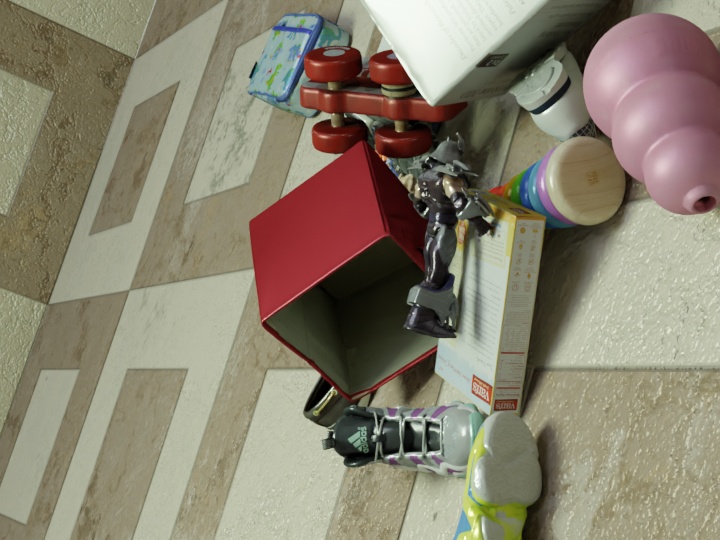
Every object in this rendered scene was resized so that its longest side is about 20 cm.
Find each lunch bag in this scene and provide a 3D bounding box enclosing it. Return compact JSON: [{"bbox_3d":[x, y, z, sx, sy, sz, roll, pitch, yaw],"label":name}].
[{"bbox_3d":[-0.100,-0.337,2.145,0.161,0.082,0.200,-64,25,2],"label":"lunch bag"}]

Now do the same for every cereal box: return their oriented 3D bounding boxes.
[{"bbox_3d":[0.127,0.029,1.331,0.144,0.039,0.201,-143,56,-66],"label":"cereal box"}]

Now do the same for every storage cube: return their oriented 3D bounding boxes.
[{"bbox_3d":[0.000,0.000,1.476,0.200,0.171,0.180,-35,37,17],"label":"storage cube"}]

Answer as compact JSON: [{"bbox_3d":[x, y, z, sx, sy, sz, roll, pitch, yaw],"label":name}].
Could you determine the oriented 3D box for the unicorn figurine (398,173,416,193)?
[{"bbox_3d":[0.015,-0.035,1.613,0.199,0.137,0.074,-23,50,34],"label":"unicorn figurine"}]

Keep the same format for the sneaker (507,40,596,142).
[{"bbox_3d":[0.206,-0.179,1.383,0.076,0.080,0.200,-42,12,22],"label":"sneaker"}]

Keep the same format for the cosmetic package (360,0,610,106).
[{"bbox_3d":[0.138,-0.303,1.417,0.200,0.165,0.165,-41,76,35],"label":"cosmetic package"}]

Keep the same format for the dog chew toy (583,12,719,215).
[{"bbox_3d":[0.269,-0.131,1.158,0.125,0.124,0.201,-48,38,36],"label":"dog chew toy"}]

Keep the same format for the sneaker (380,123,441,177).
[{"bbox_3d":[0.041,-0.148,1.686,0.075,0.078,0.201,-15,56,61],"label":"sneaker"}]

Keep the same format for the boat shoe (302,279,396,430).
[{"bbox_3d":[-0.002,0.098,1.585,0.202,0.060,0.072,-65,24,6],"label":"boat shoe"}]

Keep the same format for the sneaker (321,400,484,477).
[{"bbox_3d":[0.030,0.173,1.346,0.200,0.139,0.078,158,113,-62],"label":"sneaker"}]

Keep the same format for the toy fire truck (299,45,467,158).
[{"bbox_3d":[0.033,-0.213,1.544,0.168,0.199,0.113,-45,-45,-53],"label":"toy fire truck"}]

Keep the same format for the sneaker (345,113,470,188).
[{"bbox_3d":[0.082,-0.172,1.598,0.115,0.075,0.200,-42,60,-17],"label":"sneaker"}]

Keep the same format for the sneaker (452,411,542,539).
[{"bbox_3d":[0.108,0.232,1.223,0.105,0.075,0.201,-34,41,52],"label":"sneaker"}]

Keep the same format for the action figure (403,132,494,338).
[{"bbox_3d":[0.081,-0.037,1.315,0.130,0.069,0.201,-155,72,-77],"label":"action figure"}]

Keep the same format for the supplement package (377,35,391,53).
[{"bbox_3d":[0.123,-0.341,1.635,0.117,0.117,0.201,4,73,63],"label":"supplement package"}]

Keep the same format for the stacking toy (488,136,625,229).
[{"bbox_3d":[0.182,-0.074,1.346,0.200,0.085,0.086,-20,52,67],"label":"stacking toy"}]
